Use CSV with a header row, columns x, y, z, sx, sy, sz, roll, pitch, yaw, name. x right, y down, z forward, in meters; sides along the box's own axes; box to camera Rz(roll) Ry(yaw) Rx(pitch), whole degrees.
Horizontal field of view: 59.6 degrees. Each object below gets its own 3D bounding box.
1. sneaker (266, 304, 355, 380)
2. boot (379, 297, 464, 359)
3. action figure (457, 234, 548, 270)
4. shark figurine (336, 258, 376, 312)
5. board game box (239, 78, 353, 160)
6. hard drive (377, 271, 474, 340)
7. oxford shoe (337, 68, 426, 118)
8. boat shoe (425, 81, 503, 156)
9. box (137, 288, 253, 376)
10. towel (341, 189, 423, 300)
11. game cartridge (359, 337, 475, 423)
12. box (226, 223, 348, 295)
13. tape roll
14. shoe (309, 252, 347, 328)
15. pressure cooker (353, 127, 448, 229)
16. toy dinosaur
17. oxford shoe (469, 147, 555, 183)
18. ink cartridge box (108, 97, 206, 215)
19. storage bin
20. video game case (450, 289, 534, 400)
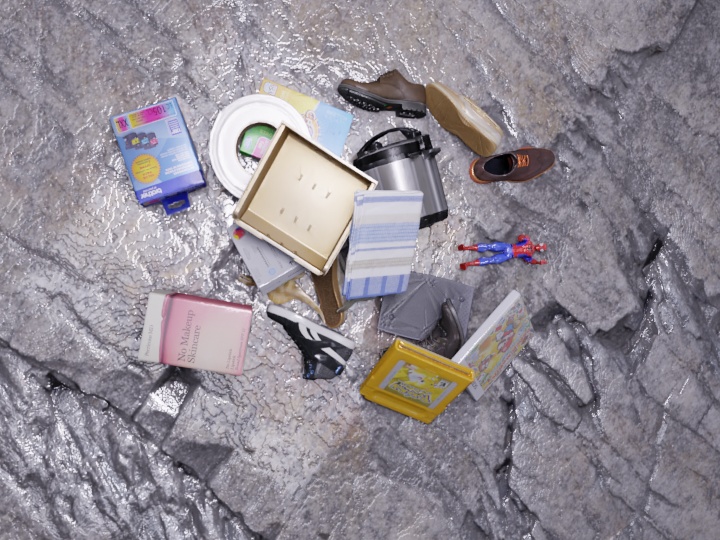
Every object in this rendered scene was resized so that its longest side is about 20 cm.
x,y,z,sx,sy,sz,roll,pitch,yaw,name
-0.114,0.156,1.270,0.196,0.073,0.114,26,85,-11,sneaker
0.121,0.158,1.279,0.169,0.070,0.204,-9,121,-2,boot
0.317,-0.039,1.339,0.195,0.099,0.067,-8,93,-13,action figure
-0.008,-0.005,1.229,0.126,0.216,0.090,-27,64,-23,shark figurine
-0.129,-0.277,1.279,0.196,0.040,0.157,19,87,-10,board game box
0.136,0.078,1.331,0.195,0.042,0.139,11,88,-11,hard drive
0.045,-0.373,1.299,0.195,0.072,0.087,5,87,-23,oxford shoe
0.220,-0.329,1.333,0.200,0.074,0.069,45,59,1,boat shoe
-0.313,0.118,1.215,0.195,0.109,0.132,10,89,-11,box
0.039,-0.048,1.133,0.144,0.024,0.205,-6,116,-29,towel
0.108,0.229,1.264,0.173,0.201,0.033,23,45,-9,game cartridge
-0.144,-0.067,1.242,0.197,0.041,0.157,-30,64,-10,box
-0.191,-0.231,1.211,0.197,0.071,0.208,-1,97,-7,tape roll
-0.061,0.015,1.294,0.069,0.053,0.206,-9,90,33,shoe
0.077,-0.178,1.249,0.172,0.179,0.205,-17,94,-7,pressure cooker
-0.146,0.026,1.282,0.196,0.058,0.103,23,102,-2,toy dinosaur
0.336,-0.225,1.349,0.195,0.072,0.073,-14,93,-10,oxford shoe
-0.383,-0.210,1.217,0.133,0.076,0.205,-20,96,-9,ink cartridge box
-0.103,-0.125,1.141,0.197,0.094,0.201,31,94,-5,storage bin
0.279,0.160,1.311,0.200,0.023,0.183,-47,141,-8,video game case
